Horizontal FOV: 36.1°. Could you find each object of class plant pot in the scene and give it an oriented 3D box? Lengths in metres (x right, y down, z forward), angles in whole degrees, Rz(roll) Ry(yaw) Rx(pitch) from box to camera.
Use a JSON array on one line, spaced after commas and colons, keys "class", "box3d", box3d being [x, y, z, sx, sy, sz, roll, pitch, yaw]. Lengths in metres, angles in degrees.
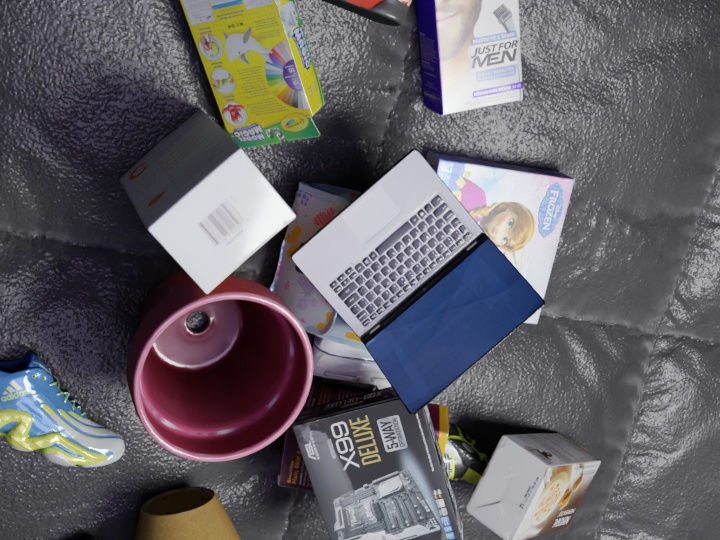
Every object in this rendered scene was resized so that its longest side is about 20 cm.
[{"class": "plant pot", "box3d": [-0.172, 0.088, 1.250, 0.198, 0.179, 0.202, -7, 111, -19]}, {"class": "plant pot", "box3d": [-0.206, 0.378, 1.355, 0.184, 0.186, 0.202, -10, 100, -17]}]

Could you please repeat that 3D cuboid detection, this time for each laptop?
[{"class": "laptop", "box3d": [0.057, 0.009, 1.196, 0.187, 0.116, 0.200, -40, 102, 4]}]

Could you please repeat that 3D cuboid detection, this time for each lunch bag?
[{"class": "lunch bag", "box3d": [0.000, 0.000, 1.310, 0.198, 0.127, 0.171, 18, 102, 2]}]

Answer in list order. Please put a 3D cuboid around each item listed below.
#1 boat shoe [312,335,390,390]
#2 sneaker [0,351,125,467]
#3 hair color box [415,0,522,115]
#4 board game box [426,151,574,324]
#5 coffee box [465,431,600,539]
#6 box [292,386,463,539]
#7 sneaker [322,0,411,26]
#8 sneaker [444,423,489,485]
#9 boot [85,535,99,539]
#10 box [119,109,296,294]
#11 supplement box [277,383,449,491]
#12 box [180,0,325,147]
[{"class": "boat shoe", "box3d": [0.029, 0.122, 1.408, 0.198, 0.074, 0.066, 14, 107, -14]}, {"class": "sneaker", "box3d": [-0.355, 0.157, 1.263, 0.198, 0.076, 0.106, 16, 101, -24]}, {"class": "hair color box", "box3d": [0.126, -0.293, 1.296, 0.108, 0.065, 0.202, -13, 111, -16]}, {"class": "board game box", "box3d": [0.158, -0.038, 1.411, 0.197, 0.041, 0.202, 5, 107, -22]}, {"class": "coffee box", "box3d": [0.235, 0.287, 1.483, 0.199, 0.079, 0.115, 13, 106, -59]}, {"class": "box", "box3d": [0.023, 0.245, 1.314, 0.156, 0.050, 0.202, -14, 105, 8]}, {"class": "sneaker", "box3d": [-0.027, -0.354, 1.217, 0.200, 0.067, 0.109, 17, 91, -19]}, {"class": "sneaker", "box3d": [0.095, 0.242, 1.477, 0.199, 0.076, 0.077, 31, 103, -17]}, {"class": "boot", "box3d": [-0.385, 0.357, 1.318, 0.156, 0.080, 0.213, -22, 126, -5]}, {"class": "box", "box3d": [-0.168, -0.079, 1.180, 0.124, 0.200, 0.098, -41, 118, -2]}, {"class": "supplement box", "box3d": [0.004, 0.218, 1.379, 0.198, 0.086, 0.112, 10, 107, 1]}, {"class": "box", "box3d": [-0.113, -0.234, 1.198, 0.116, 0.048, 0.202, -4, 116, 27]}]
